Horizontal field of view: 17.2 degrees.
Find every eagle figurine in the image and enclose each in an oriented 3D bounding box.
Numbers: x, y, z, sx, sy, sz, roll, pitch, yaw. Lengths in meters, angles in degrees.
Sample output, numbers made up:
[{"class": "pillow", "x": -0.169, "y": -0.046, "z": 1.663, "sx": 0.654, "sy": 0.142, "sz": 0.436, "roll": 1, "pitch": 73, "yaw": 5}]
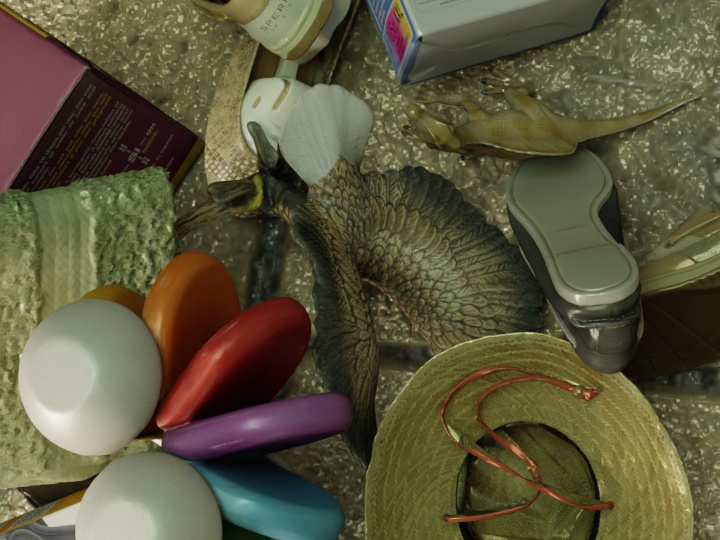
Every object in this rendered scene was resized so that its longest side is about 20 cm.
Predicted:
[{"class": "eagle figurine", "x": 0.002, "y": 0.003, "z": 1.416, "sx": 0.152, "sy": 0.151, "sz": 0.200, "roll": -47, "pitch": 65, "yaw": 7}]

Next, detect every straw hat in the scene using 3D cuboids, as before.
[{"class": "straw hat", "x": 0.099, "y": 0.132, "z": 1.383, "sx": 0.201, "sy": 0.085, "sz": 0.202, "roll": 0, "pitch": 93, "yaw": 7}]

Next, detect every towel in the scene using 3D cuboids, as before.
[{"class": "towel", "x": -0.171, "y": 0.038, "z": 1.386, "sx": 0.036, "sy": 0.148, "sz": 0.200, "roll": 45, "pitch": 139, "yaw": 51}]

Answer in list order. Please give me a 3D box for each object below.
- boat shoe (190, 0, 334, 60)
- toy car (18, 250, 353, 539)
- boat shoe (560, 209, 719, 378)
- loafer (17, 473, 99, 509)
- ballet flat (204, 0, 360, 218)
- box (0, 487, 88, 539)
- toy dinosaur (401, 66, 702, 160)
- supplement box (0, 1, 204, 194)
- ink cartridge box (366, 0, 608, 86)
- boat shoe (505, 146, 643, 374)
[{"class": "boat shoe", "x": -0.083, "y": -0.195, "z": 1.469, "sx": 0.074, "sy": 0.066, "sz": 0.200, "roll": -58, "pitch": 35, "yaw": 6}, {"class": "toy car", "x": -0.077, "y": 0.085, "z": 1.300, "sx": 0.150, "sy": 0.175, "sz": 0.200, "roll": -26, "pitch": 78, "yaw": 20}, {"class": "boat shoe", "x": 0.209, "y": 0.001, "z": 1.395, "sx": 0.200, "sy": 0.071, "sz": 0.065, "roll": -24, "pitch": 39, "yaw": 19}, {"class": "loafer", "x": -0.190, "y": 0.122, "z": 1.483, "sx": 0.200, "sy": 0.071, "sz": 0.073, "roll": 39, "pitch": 92, "yaw": 19}, {"class": "ballet flat", "x": -0.044, "y": -0.130, "z": 1.483, "sx": 0.070, "sy": 0.065, "sz": 0.200, "roll": 17, "pitch": 85, "yaw": -23}, {"class": "box", "x": -0.151, "y": 0.191, "z": 1.437, "sx": 0.200, "sy": 0.041, "sz": 0.119, "roll": -23, "pitch": 97, "yaw": 24}, {"class": "toy dinosaur", "x": 0.099, "y": -0.083, "z": 1.429, "sx": 0.101, "sy": 0.200, "sz": 0.058, "roll": 29, "pitch": 119, "yaw": 55}, {"class": "supplement box", "x": -0.202, "y": -0.091, "z": 1.460, "sx": 0.131, "sy": 0.200, "sz": 0.103, "roll": 35, "pitch": 91, "yaw": 19}, {"class": "ink cartridge box", "x": 0.054, "y": -0.229, "z": 1.448, "sx": 0.136, "sy": 0.076, "sz": 0.200, "roll": -17, "pitch": 75, "yaw": -16}, {"class": "boat shoe", "x": 0.123, "y": -0.009, "z": 1.379, "sx": 0.067, "sy": 0.200, "sz": 0.057, "roll": -8, "pitch": 118, "yaw": -1}]
